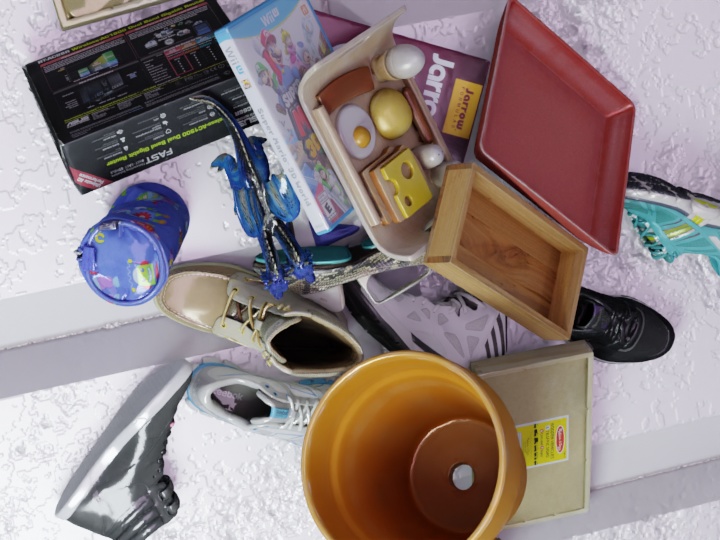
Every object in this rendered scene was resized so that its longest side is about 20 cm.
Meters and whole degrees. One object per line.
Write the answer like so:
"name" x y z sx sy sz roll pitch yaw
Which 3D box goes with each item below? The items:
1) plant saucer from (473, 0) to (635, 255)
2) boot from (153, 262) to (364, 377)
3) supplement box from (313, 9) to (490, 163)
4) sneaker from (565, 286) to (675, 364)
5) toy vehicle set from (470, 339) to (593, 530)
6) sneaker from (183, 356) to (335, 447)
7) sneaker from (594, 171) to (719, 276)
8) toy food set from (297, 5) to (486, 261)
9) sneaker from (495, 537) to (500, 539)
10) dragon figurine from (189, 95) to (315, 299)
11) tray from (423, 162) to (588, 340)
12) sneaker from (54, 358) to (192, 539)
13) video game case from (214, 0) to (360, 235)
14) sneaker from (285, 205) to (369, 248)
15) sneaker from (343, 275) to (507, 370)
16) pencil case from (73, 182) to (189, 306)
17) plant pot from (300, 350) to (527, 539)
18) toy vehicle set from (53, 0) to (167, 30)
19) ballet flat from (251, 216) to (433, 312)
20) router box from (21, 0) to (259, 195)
"plant saucer" 0.188 -0.137 1.508 0.199 0.037 0.200 35 50 -29
"boot" -0.099 0.048 1.462 0.200 0.155 0.072 16 96 -11
"supplement box" 0.012 -0.179 1.496 0.200 0.086 0.111 13 94 -15
"sneaker" 0.243 0.056 1.579 0.200 0.088 0.076 17 93 -15
"toy vehicle set" 0.177 0.174 1.578 0.124 0.027 0.200 -9 118 -13
"sneaker" -0.077 0.141 1.517 0.199 0.087 0.075 12 93 -16
"sneaker" 0.320 -0.049 1.595 0.200 0.078 0.080 20 104 -13
"toy food set" 0.039 -0.126 1.397 0.143 0.060 0.200 -40 109 -41
"sneaker" 0.043 0.293 1.573 0.200 0.071 0.113 26 102 -4
"dragon figurine" -0.090 -0.069 1.373 0.059 0.099 0.200 -23 129 -10
"tray" 0.141 -0.014 1.446 0.200 0.037 0.099 32 65 -44
"sneaker" -0.204 0.185 1.504 0.099 0.071 0.200 36 94 -17
"video game case" -0.047 -0.149 1.382 0.018 0.143 0.200 -18 106 34
"sneaker" -0.015 -0.051 1.516 0.199 0.081 0.115 29 118 -32
"sneaker" 0.072 0.039 1.552 0.200 0.076 0.115 44 79 -25
"pencil case" -0.209 -0.027 1.408 0.087 0.200 0.078 12 104 -3
"plant pot" 0.072 0.188 1.442 0.200 0.183 0.201 -6 76 24
"toy vehicle set" -0.249 -0.339 1.428 0.124 0.027 0.201 -17 96 -10
"ballet flat" 0.000 0.000 1.459 0.199 0.068 0.075 -14 106 -5
"router box" -0.197 -0.166 1.412 0.200 0.150 0.062 -22 133 -9
